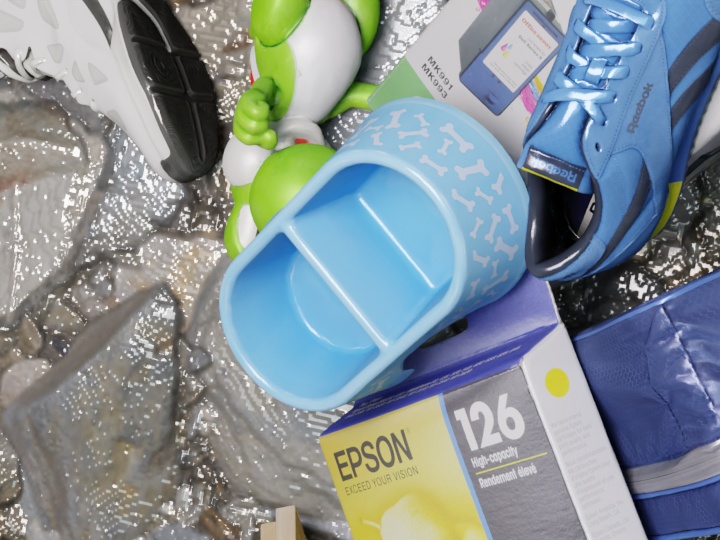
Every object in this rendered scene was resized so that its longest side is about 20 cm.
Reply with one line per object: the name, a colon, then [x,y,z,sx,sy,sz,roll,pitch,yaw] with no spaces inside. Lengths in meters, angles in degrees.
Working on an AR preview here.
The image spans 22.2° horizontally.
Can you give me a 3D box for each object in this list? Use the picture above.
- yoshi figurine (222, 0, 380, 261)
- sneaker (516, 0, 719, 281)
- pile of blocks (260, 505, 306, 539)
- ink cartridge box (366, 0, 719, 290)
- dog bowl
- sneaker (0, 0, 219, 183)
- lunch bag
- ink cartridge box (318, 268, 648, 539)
yoshi figurine: [-0.024,-0.092,1.006,0.112,0.112,0.200,12,96,8]
sneaker: [0.113,-0.081,0.813,0.066,0.078,0.200,31,130,31]
pile of blocks: [-0.052,0.228,0.986,0.062,0.082,0.200,-12,59,5]
ink cartridge box: [0.114,-0.098,0.925,0.145,0.087,0.200,54,137,8]
dog bowl: [0.000,0.000,0.917,0.112,0.050,0.200,51,134,4]
sneaker: [-0.164,-0.119,1.068,0.115,0.076,0.201,-33,74,21]
lunch bag: [0.191,0.064,0.896,0.136,0.200,0.132,-24,86,-12]
ink cartridge box: [0.055,0.106,0.958,0.198,0.047,0.200,-27,84,55]
